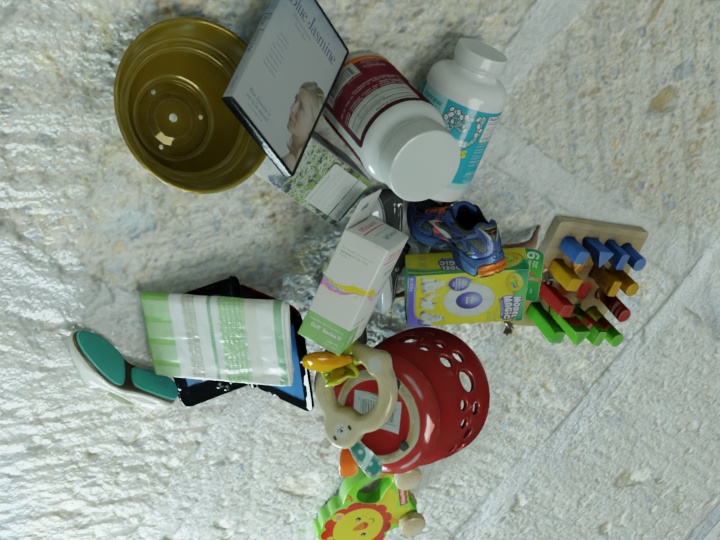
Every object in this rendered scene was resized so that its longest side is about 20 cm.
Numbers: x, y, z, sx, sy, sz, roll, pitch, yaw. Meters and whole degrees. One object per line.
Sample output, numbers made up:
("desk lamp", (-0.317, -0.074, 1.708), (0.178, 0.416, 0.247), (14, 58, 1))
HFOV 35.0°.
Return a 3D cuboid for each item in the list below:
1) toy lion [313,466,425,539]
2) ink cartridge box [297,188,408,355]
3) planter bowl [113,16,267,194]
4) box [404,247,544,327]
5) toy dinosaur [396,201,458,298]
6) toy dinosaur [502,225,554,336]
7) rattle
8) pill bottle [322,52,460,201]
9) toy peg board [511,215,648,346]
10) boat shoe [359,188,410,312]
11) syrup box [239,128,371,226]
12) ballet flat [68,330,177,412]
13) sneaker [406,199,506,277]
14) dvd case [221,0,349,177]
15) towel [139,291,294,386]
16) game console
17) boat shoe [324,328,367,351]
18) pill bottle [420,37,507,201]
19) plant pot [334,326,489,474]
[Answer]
("toy lion", (0.011, 0.408, 1.956), (0.190, 0.069, 0.201), (-14, 130, -10))
("ink cartridge box", (0.000, 0.000, 1.511), (0.201, 0.067, 0.117), (-65, 171, 18))
("planter bowl", (-0.204, -0.184, 1.321), (0.199, 0.083, 0.202), (3, 84, -32))
("box", (0.163, 0.025, 1.634), (0.198, 0.049, 0.118), (-5, 138, -3))
("toy dinosaur", (0.121, -0.018, 1.685), (0.060, 0.106, 0.201), (-20, 137, -58))
("toy dinosaur", (0.207, 0.004, 1.739), (0.135, 0.086, 0.200), (37, 96, -36))
("rattle", (-0.024, 0.204, 1.553), (0.129, 0.143, 0.202), (12, 99, 7))
("pill bottle", (0.036, -0.178, 1.409), (0.113, 0.200, 0.115), (-16, 131, -19))
("toy peg board", (0.372, 0.031, 1.841), (0.199, 0.098, 0.200), (5, 122, -33))
("boat shoe", (0.041, -0.031, 1.626), (0.066, 0.070, 0.201), (-17, 124, -16))
("syrup box", (-0.085, -0.144, 1.448), (0.079, 0.082, 0.200), (-48, 133, 10))
("ballet flat", (-0.335, 0.147, 1.549), (0.069, 0.070, 0.200), (-45, 135, 8))
("sneaker", (0.133, -0.065, 1.559), (0.075, 0.200, 0.079), (-18, 122, -30))
("dvd case", (-0.083, -0.232, 1.341), (0.143, 0.017, 0.201), (50, 52, -44))
("towel", (-0.188, 0.088, 1.528), (0.198, 0.031, 0.150), (5, 128, 7))
("game console", (-0.171, 0.123, 1.580), (0.171, 0.119, 0.201), (-19, 131, -16))
("boat shoe", (-0.026, 0.092, 1.694), (0.067, 0.057, 0.201), (-45, 152, -45))
("pill bottle", (0.123, -0.200, 1.506), (0.110, 0.111, 0.201), (4, 121, -32))
("plant pot", (0.067, 0.198, 1.682), (0.182, 0.200, 0.201), (-18, 139, -57))
